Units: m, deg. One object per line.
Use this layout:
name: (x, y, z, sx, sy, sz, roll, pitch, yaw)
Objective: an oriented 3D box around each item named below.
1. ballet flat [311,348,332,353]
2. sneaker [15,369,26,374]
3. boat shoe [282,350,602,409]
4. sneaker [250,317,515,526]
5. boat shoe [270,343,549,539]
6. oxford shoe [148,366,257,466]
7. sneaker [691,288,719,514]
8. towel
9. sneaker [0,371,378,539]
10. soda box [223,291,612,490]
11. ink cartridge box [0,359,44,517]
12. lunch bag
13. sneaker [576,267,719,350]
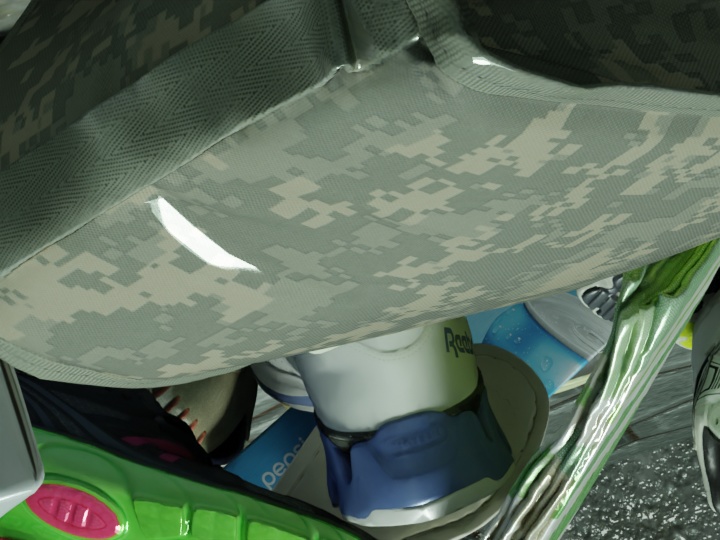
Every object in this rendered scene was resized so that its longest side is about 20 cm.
ballet flat: (-0.030, -0.011, 0.727, 0.200, 0.072, 0.072, 5, 158, -37)
sneaker: (-0.193, 0.091, 1.124, 0.087, 0.074, 0.200, -10, 163, -41)
boat shoe: (0.058, 0.025, 1.207, 0.201, 0.072, 0.066, -12, 175, -6)
sneaker: (0.000, 0.000, 0.944, 0.080, 0.115, 0.199, -15, -160, -8)
boat shoe: (-0.006, 0.103, 0.997, 0.200, 0.072, 0.060, -43, 168, -30)
oxford shoe: (-0.076, 0.040, 1.025, 0.070, 0.075, 0.200, -17, 170, 13)
sneaker: (0.165, 0.027, 0.971, 0.076, 0.088, 0.200, 7, 150, 3)
towel: (0.077, 0.048, 0.893, 0.153, 0.023, 0.200, -46, 165, -54)
sneaker: (-0.067, 0.077, 0.919, 0.084, 0.200, 0.077, -65, 179, -55)
soda box: (0.025, 0.054, 1.088, 0.200, 0.068, 0.064, -41, 178, -22)
ink cartridge box: (-0.186, 0.057, 0.769, 0.146, 0.083, 0.200, -17, 174, -19)
lunch bag: (0.017, -0.050, 0.561, 0.164, 0.118, 0.200, -25, 173, 43)
sneaker: (0.125, -0.019, 1.064, 0.077, 0.080, 0.200, -30, 149, 16)
